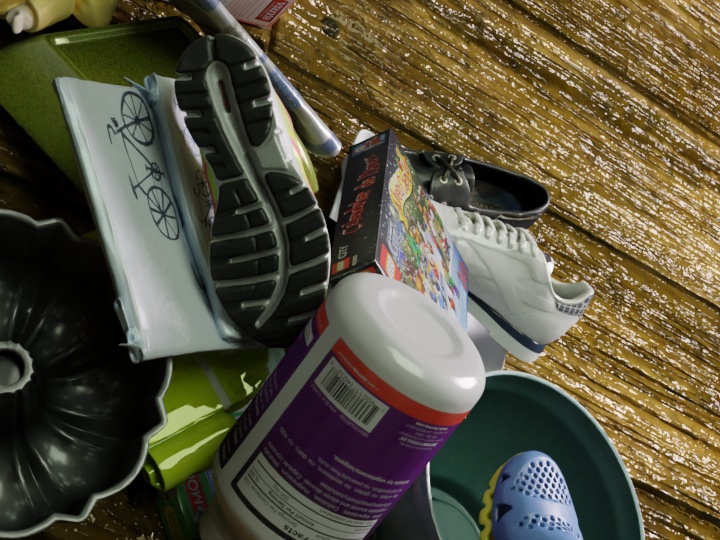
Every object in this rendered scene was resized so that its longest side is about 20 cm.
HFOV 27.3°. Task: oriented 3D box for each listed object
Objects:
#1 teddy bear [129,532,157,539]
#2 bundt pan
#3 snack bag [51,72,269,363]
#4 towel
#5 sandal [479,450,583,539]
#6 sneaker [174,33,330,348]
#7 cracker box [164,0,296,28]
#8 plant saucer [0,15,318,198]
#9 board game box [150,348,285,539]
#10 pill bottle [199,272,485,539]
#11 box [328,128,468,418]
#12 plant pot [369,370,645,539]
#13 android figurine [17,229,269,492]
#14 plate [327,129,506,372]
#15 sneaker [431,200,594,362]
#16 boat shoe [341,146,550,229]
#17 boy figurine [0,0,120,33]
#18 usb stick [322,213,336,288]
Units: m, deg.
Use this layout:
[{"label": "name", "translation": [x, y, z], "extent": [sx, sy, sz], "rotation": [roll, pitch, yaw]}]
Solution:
[{"label": "teddy bear", "translation": [-0.086, 0.239, 0.962], "extent": [0.199, 0.067, 0.146], "rotation": [3, 76, -44]}, {"label": "bundt pan", "translation": [-0.219, 0.069, 0.900], "extent": [0.200, 0.076, 0.204], "rotation": [7, 68, -17]}, {"label": "snack bag", "translation": [-0.112, -0.038, 0.952], "extent": [0.200, 0.021, 0.190], "rotation": [-1, 72, -64]}, {"label": "towel", "translation": [-0.099, -0.173, 1.142], "extent": [0.200, 0.024, 0.147], "rotation": [48, -2, -32]}, {"label": "sandal", "translation": [0.135, 0.210, 0.959], "extent": [0.079, 0.087, 0.201], "rotation": [7, 60, -33]}, {"label": "sneaker", "translation": [-0.062, -0.051, 0.957], "extent": [0.090, 0.077, 0.202], "rotation": [-55, 135, -85]}, {"label": "cracker box", "translation": [-0.152, -0.292, 1.240], "extent": [0.199, 0.058, 0.135], "rotation": [9, 59, -37]}, {"label": "plant saucer", "translation": [-0.147, -0.120, 1.091], "extent": [0.200, 0.048, 0.199], "rotation": [45, 37, 21]}, {"label": "board game box", "translation": [-0.104, 0.089, 1.059], "extent": [0.134, 0.029, 0.201], "rotation": [-5, 68, -42]}, {"label": "pill bottle", "translation": [-0.018, 0.107, 0.931], "extent": [0.112, 0.200, 0.113], "rotation": [31, 23, -14]}, {"label": "box", "translation": [0.032, 0.003, 1.056], "extent": [0.137, 0.037, 0.200], "rotation": [60, 18, -25]}, {"label": "plant pot", "translation": [0.089, 0.191, 1.085], "extent": [0.199, 0.134, 0.202], "rotation": [19, 55, -30]}, {"label": "android figurine", "translation": [-0.143, 0.054, 0.999], "extent": [0.199, 0.041, 0.183], "rotation": [-23, 77, -28]}, {"label": "plate", "translation": [0.045, 0.007, 1.242], "extent": [0.199, 0.032, 0.200], "rotation": [36, 46, -19]}, {"label": "sneaker", "translation": [0.100, -0.013, 1.207], "extent": [0.200, 0.080, 0.077], "rotation": [38, 23, -23]}, {"label": "boat shoe", "translation": [0.075, -0.073, 1.254], "extent": [0.199, 0.057, 0.069], "rotation": [13, 56, -35]}, {"label": "boy figurine", "translation": [-0.260, -0.206, 1.077], "extent": [0.124, 0.065, 0.199], "rotation": [37, 33, 31]}, {"label": "usb stick", "translation": [0.000, 0.000, 1.109], "extent": [0.200, 0.032, 0.056], "rotation": [29, 42, -56]}]
